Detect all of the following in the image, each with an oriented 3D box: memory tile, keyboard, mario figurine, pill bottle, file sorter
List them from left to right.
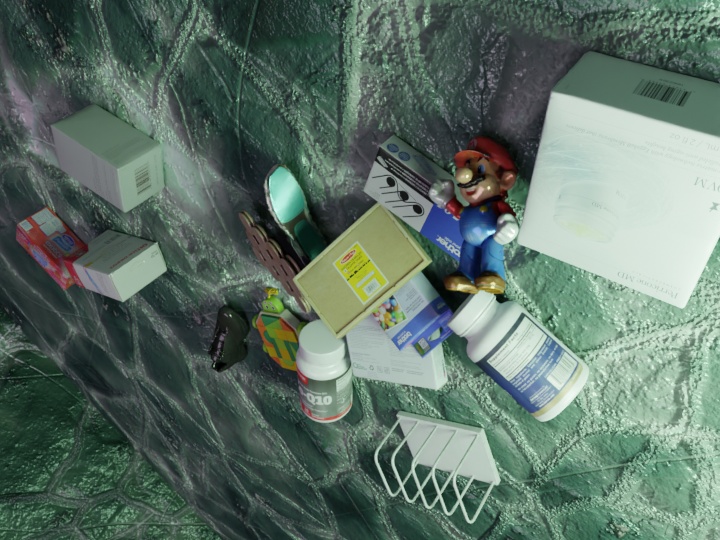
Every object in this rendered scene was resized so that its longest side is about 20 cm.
[{"bbox_3d":[-0.159,-0.018,1.187,0.200,0.017,0.154,45,160,33],"label":"memory tile"},{"bbox_3d":[-0.119,-0.011,1.151,0.128,0.021,0.200,59,164,-12],"label":"keyboard"},{"bbox_3d":[-0.073,0.204,1.288,0.113,0.114,0.202,23,136,26],"label":"pill bottle"},{"bbox_3d":[0.144,0.383,1.238,0.198,0.124,0.140,2,124,41],"label":"file sorter"},{"bbox_3d":[0.141,-0.075,0.811,0.122,0.203,0.106,3,170,14],"label":"mario figurine"},{"bbox_3d":[0.229,0.118,0.947,0.200,0.111,0.111,42,141,5],"label":"pill bottle"}]

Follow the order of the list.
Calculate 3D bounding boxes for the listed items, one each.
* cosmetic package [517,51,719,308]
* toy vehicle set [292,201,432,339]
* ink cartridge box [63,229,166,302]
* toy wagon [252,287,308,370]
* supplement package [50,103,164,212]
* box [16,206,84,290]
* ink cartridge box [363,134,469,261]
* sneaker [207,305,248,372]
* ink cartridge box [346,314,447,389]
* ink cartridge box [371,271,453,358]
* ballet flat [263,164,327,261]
[{"bbox_3d":[0.299,-0.100,0.694,0.198,0.123,0.202,24,137,25],"label":"cosmetic package"},{"bbox_3d":[0.000,0.000,1.013,0.200,0.026,0.125,-40,79,15],"label":"toy vehicle set"},{"bbox_3d":[-0.597,-0.015,1.544,0.198,0.148,0.086,15,132,33],"label":"ink cartridge box"},{"bbox_3d":[-0.171,0.130,1.372,0.154,0.040,0.202,5,126,39],"label":"toy wagon"},{"bbox_3d":[-0.520,-0.235,1.312,0.199,0.117,0.118,32,140,16],"label":"supplement package"},{"bbox_3d":[-0.848,-0.062,1.766,0.200,0.103,0.095,46,141,-2],"label":"box"},{"bbox_3d":[0.103,-0.101,0.927,0.199,0.044,0.094,37,142,11],"label":"ink cartridge box"},{"bbox_3d":[-0.317,0.169,1.496,0.075,0.091,0.202,28,136,23],"label":"sneaker"},{"bbox_3d":[0.053,0.104,1.137,0.195,0.043,0.203,2,108,41],"label":"ink cartridge box"},{"bbox_3d":[0.064,0.046,1.050,0.201,0.042,0.119,51,132,9],"label":"ink cartridge box"},{"bbox_3d":[-0.123,-0.092,1.121,0.071,0.072,0.202,0,124,41],"label":"ballet flat"}]
